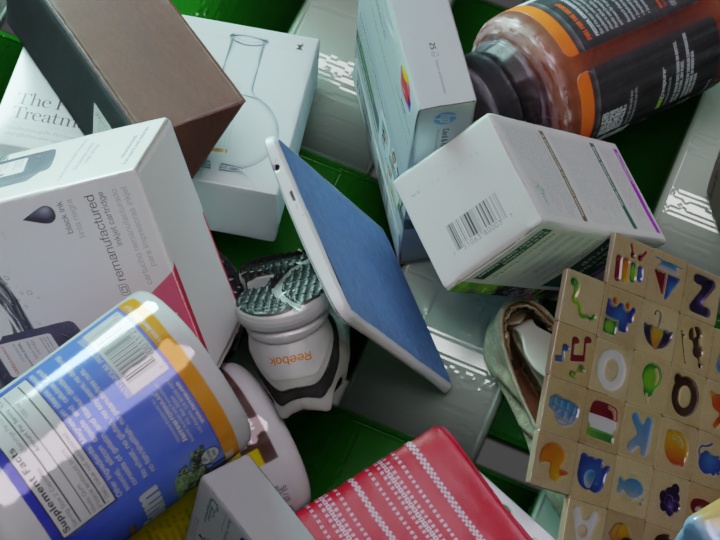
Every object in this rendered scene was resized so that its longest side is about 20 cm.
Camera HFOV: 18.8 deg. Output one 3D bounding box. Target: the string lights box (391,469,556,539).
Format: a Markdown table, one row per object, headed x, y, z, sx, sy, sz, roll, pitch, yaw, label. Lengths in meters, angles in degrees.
| x | y | z | sx | sy | sz | roll | pitch | yaw | label |
| --- | --- | --- | --- | --- | --- | --- | --- | --- | --- |
| 0.035 | 0.226 | 1.324 | 0.103 | 0.059 | 0.200 | 40 | 69 | 17 | string lights box |

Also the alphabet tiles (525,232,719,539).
| x | y | z | sx | sy | sz | roll | pitch | yaw | label |
| --- | --- | --- | --- | --- | --- | --- | --- | --- | --- |
| 0.175 | 0.087 | 1.356 | 0.165 | 0.006 | 0.202 | 20 | 75 | -35 | alphabet tiles |

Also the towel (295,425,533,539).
| x | y | z | sx | sy | sz | roll | pitch | yaw | label |
| --- | --- | --- | --- | --- | --- | --- | --- | --- | --- |
| 0.008 | 0.194 | 1.295 | 0.199 | 0.023 | 0.145 | -30 | 66 | -15 | towel |

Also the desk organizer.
| x | y | z | sx | sy | sz | roll | pitch | yaw | label |
| --- | --- | --- | --- | --- | --- | --- | --- | --- | --- |
| -0.156 | -0.139 | 1.421 | 0.076 | 0.072 | 0.200 | -21 | 55 | -24 | desk organizer |

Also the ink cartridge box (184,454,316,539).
| x | y | z | sx | sy | sz | roll | pitch | yaw | label |
| --- | --- | --- | --- | --- | --- | --- | --- | --- | --- |
| -0.029 | 0.208 | 1.219 | 0.039 | 0.100 | 0.200 | -23 | 61 | -31 | ink cartridge box |

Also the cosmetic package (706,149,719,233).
| x | y | z | sx | sy | sz | roll | pitch | yaw | label |
| --- | --- | --- | --- | --- | --- | --- | --- | --- | --- |
| 0.293 | 0.006 | 1.420 | 0.072 | 0.104 | 0.202 | -11 | 63 | -6 | cosmetic package |

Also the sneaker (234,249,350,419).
| x | y | z | sx | sy | sz | roll | pitch | yaw | label |
| --- | --- | --- | --- | --- | --- | --- | --- | --- | --- |
| -0.040 | 0.035 | 1.371 | 0.073 | 0.200 | 0.081 | -10 | 103 | 9 | sneaker |

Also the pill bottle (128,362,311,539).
| x | y | z | sx | sy | sz | roll | pitch | yaw | label |
| --- | --- | --- | --- | --- | --- | --- | --- | --- | --- |
| -0.138 | 0.146 | 1.331 | 0.199 | 0.109 | 0.110 | -28 | 67 | -15 | pill bottle |

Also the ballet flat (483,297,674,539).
| x | y | z | sx | sy | sz | roll | pitch | yaw | label |
| --- | --- | --- | --- | --- | --- | --- | --- | --- | --- |
| 0.136 | 0.104 | 1.387 | 0.067 | 0.062 | 0.201 | -27 | 68 | -16 | ballet flat |

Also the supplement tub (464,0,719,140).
| x | y | z | sx | sy | sz | roll | pitch | yaw | label |
| --- | --- | --- | --- | --- | --- | --- | --- | --- | --- |
| 0.148 | -0.140 | 1.466 | 0.199 | 0.107 | 0.107 | -24 | 66 | -28 | supplement tub |

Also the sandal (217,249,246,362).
| x | y | z | sx | sy | sz | roll | pitch | yaw | label |
| --- | --- | --- | --- | --- | --- | --- | --- | --- | --- |
| -0.146 | 0.002 | 1.446 | 0.199 | 0.045 | 0.075 | 33 | 61 | 30 | sandal |

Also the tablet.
| x | y | z | sx | sy | sz | roll | pitch | yaw | label |
| --- | --- | --- | --- | --- | --- | --- | --- | --- | --- |
| 0.000 | 0.000 | 1.366 | 0.014 | 0.200 | 0.131 | -28 | 66 | 11 | tablet |

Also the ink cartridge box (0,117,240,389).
| x | y | z | sx | sy | sz | roll | pitch | yaw | label |
| --- | --- | --- | --- | --- | --- | --- | --- | --- | --- |
| -0.193 | 0.005 | 1.338 | 0.198 | 0.146 | 0.085 | -12 | 24 | 17 | ink cartridge box |

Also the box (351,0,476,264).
| x | y | z | sx | sy | sz | roll | pitch | yaw | label |
| --- | --- | --- | --- | --- | --- | --- | --- | --- | --- |
| 0.031 | -0.120 | 1.419 | 0.041 | 0.200 | 0.157 | -10 | 63 | -7 | box |

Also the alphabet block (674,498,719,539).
| x | y | z | sx | sy | sz | roll | pitch | yaw | label |
| --- | --- | --- | --- | --- | --- | --- | --- | --- | --- |
| 0.304 | 0.202 | 1.266 | 0.199 | 0.197 | 0.196 | -28 | 72 | -15 | alphabet block |

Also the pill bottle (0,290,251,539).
| x | y | z | sx | sy | sz | roll | pitch | yaw | label |
| --- | --- | --- | --- | --- | --- | --- | --- | --- | --- |
| -0.170 | 0.111 | 1.224 | 0.199 | 0.112 | 0.112 | -37 | 70 | -14 | pill bottle |

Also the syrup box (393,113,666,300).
| x | y | z | sx | sy | sz | roll | pitch | yaw | label |
| --- | --- | --- | --- | --- | --- | --- | --- | --- | --- |
| 0.111 | -0.036 | 1.376 | 0.078 | 0.199 | 0.082 | -34 | 71 | 24 | syrup box |

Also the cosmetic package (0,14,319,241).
| x | y | z | sx | sy | sz | roll | pitch | yaw | label |
| --- | --- | --- | --- | --- | --- | --- | --- | --- | --- |
| -0.138 | -0.107 | 1.475 | 0.198 | 0.052 | 0.152 | 10 | 48 | 3 | cosmetic package |
